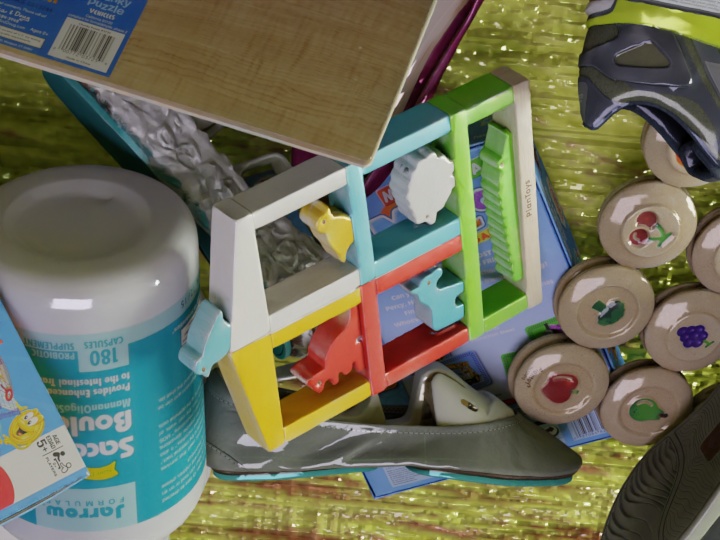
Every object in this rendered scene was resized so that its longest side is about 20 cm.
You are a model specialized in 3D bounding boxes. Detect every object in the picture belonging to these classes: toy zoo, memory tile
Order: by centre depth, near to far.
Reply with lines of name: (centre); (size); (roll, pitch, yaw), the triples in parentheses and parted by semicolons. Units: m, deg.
toy zoo: (0.000, 0.000, 1.182); (0.200, 0.020, 0.132); (-28, 130, -26)
memory tile: (0.176, 0.010, 1.276); (0.153, 0.017, 0.200); (16, 119, -19)

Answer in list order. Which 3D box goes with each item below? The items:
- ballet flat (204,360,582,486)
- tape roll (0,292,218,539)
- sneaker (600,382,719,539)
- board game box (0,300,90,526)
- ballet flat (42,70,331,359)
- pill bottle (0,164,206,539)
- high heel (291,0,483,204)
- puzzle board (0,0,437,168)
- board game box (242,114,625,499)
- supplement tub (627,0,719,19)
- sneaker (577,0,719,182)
ballet flat: (0.017, 0.074, 1.284); (0.199, 0.067, 0.064); (2, 99, -9)
tape roll: (-0.171, 0.064, 1.333); (0.202, 0.071, 0.203); (1, 127, 2)
sneaker: (0.212, 0.111, 1.294); (0.106, 0.075, 0.200); (28, 114, -25)
board game box: (-0.228, 0.040, 1.184); (0.196, 0.056, 0.201); (-30, 87, 57)
ballet flat: (-0.072, -0.046, 1.232); (0.072, 0.072, 0.200); (-41, 88, 29)
pill bottle: (-0.129, 0.059, 1.212); (0.110, 0.111, 0.201); (1, 125, 3)
high heel: (0.023, -0.114, 1.166); (0.067, 0.096, 0.200); (26, 125, -16)
puzzle board: (-0.068, -0.128, 1.107); (0.199, 0.151, 0.017); (17, 147, 7)
board game box: (0.042, 0.019, 1.305); (0.151, 0.037, 0.200); (-15, 126, 14)
supplement tub: (0.137, -0.166, 1.102); (0.199, 0.107, 0.107); (10, 128, -12)
sneaker: (0.189, -0.075, 1.186); (0.199, 0.074, 0.081); (17, 86, -3)
